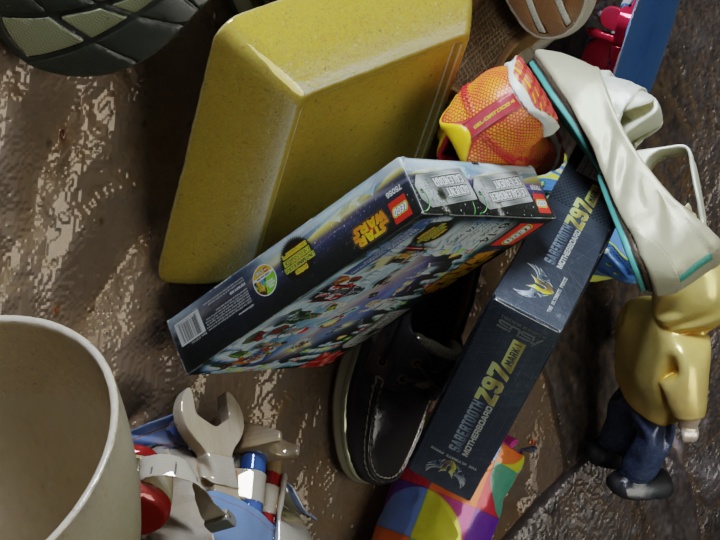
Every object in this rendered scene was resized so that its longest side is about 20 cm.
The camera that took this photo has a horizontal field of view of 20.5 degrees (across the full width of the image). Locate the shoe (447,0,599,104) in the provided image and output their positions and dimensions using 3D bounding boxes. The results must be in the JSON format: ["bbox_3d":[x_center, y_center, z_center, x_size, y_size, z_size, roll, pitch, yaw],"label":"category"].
[{"bbox_3d":[0.097,-0.171,1.346,0.070,0.053,0.200,51,55,-4],"label":"shoe"}]

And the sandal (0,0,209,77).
[{"bbox_3d":[-0.110,-0.177,1.099,0.201,0.057,0.080,-35,117,-4],"label":"sandal"}]

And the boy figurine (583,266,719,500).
[{"bbox_3d":[0.222,0.067,1.473,0.064,0.124,0.201,2,119,-26],"label":"boy figurine"}]

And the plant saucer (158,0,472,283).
[{"bbox_3d":[-0.016,-0.082,1.186,0.200,0.048,0.200,-25,147,-38],"label":"plant saucer"}]

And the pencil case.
[{"bbox_3d":[0.048,0.194,1.364,0.088,0.088,0.201,32,79,-44],"label":"pencil case"}]

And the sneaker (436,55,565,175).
[{"bbox_3d":[0.082,-0.089,1.242,0.077,0.073,0.200,-30,170,6],"label":"sneaker"}]

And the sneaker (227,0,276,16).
[{"bbox_3d":[-0.054,-0.208,1.150,0.077,0.088,0.200,-55,132,-19],"label":"sneaker"}]

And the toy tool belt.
[{"bbox_3d":[-0.096,0.134,1.199,0.200,0.124,0.123,51,29,-43],"label":"toy tool belt"}]

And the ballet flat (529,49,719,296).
[{"bbox_3d":[0.167,-0.071,1.228,0.069,0.201,0.070,-15,145,-10],"label":"ballet flat"}]

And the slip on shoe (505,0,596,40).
[{"bbox_3d":[0.114,-0.252,1.305,0.061,0.076,0.201,-23,95,-61],"label":"slip on shoe"}]

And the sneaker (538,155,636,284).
[{"bbox_3d":[0.148,-0.047,1.383,0.200,0.105,0.076,30,79,-45],"label":"sneaker"}]

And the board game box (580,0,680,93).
[{"bbox_3d":[0.187,-0.171,1.413,0.200,0.039,0.159,14,95,-76],"label":"board game box"}]

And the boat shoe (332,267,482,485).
[{"bbox_3d":[0.036,0.049,1.324,0.072,0.065,0.201,15,90,-47],"label":"boat shoe"}]

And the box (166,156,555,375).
[{"bbox_3d":[0.000,0.000,1.184,0.137,0.200,0.040,-2,63,-52],"label":"box"}]

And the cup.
[{"bbox_3d":[-0.192,0.144,1.035,0.200,0.200,0.144,-47,136,-26],"label":"cup"}]

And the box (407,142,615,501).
[{"bbox_3d":[0.106,0.027,1.270,0.200,0.051,0.158,-55,171,-49],"label":"box"}]
